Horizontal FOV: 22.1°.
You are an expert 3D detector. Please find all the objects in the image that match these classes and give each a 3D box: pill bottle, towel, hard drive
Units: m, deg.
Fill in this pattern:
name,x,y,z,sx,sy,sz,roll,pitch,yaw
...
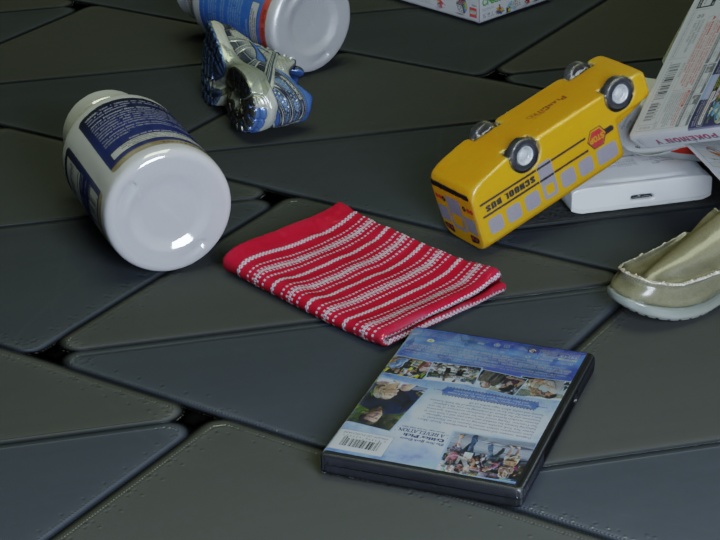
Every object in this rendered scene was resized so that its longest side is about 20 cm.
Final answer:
name,x,y,z,sx,sy,sz,roll,pitch,yaw
pill bottle,-0.114,-0.292,2.010,0.112,0.112,0.200,-22,32,-36
towel,0.000,0.000,1.506,0.144,0.023,0.200,-24,34,-36
hard drive,0.226,-0.109,1.712,0.132,0.026,0.200,-7,26,-11
pill bottle,-0.193,-0.087,1.592,0.111,0.111,0.200,-11,28,-20

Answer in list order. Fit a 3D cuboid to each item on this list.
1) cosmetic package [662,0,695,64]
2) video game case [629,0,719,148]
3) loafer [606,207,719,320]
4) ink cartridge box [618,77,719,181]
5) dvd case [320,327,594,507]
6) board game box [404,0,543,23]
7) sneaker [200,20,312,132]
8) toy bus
name,x,y,z,sx,sy,sz,roll,pitch,yaw
cosmetic package,0.384,-0.166,1.683,0.200,0.071,0.105,22,25,-9
video game case,0.324,-0.194,1.531,0.182,0.023,0.200,-2,57,60
loafer,0.277,-0.017,1.470,0.200,0.070,0.075,-19,31,-32
ink cartridge box,0.318,-0.102,1.642,0.162,0.050,0.200,4,35,-35
dvd case,0.073,0.099,1.302,0.142,0.018,0.200,9,27,19
board game box,0.112,-0.344,2.192,0.126,0.035,0.200,-24,34,-38
sneaker,-0.106,-0.193,1.869,0.085,0.077,0.200,-2,31,-23
toy bus,0.158,-0.105,1.586,0.200,0.078,0.065,-33,33,-19
